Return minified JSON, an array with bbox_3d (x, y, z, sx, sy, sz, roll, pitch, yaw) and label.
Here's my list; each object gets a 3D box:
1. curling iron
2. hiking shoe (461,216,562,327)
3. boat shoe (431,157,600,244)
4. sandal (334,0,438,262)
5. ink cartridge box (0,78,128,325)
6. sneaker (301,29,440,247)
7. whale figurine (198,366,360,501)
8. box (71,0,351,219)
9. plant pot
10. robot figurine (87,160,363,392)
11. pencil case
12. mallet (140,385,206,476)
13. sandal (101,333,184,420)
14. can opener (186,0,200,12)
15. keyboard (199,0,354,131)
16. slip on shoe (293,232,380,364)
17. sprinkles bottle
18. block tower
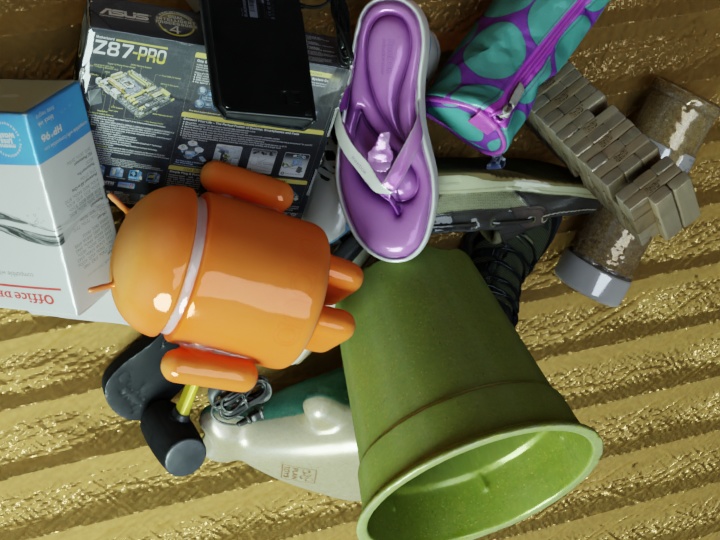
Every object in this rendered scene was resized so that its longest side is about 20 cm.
[{"bbox_3d":[-0.053,0.042,1.150,0.049,0.026,0.201,39,84,-23],"label":"curling iron"},{"bbox_3d":[0.120,0.017,1.241,0.075,0.101,0.201,33,97,-30],"label":"hiking shoe"},{"bbox_3d":[0.112,-0.056,1.183,0.199,0.072,0.067,1,109,-29],"label":"boat shoe"},{"bbox_3d":[0.014,-0.108,1.086,0.081,0.050,0.205,-2,93,17],"label":"sandal"},{"bbox_3d":[-0.249,-0.036,1.062,0.068,0.115,0.202,-46,133,-51],"label":"ink cartridge box"},{"bbox_3d":[-0.005,-0.115,1.152,0.072,0.072,0.202,21,97,-42],"label":"sneaker"},{"bbox_3d":[-0.040,0.131,1.239,0.197,0.105,0.160,5,148,-1],"label":"whale figurine"},{"bbox_3d":[-0.123,-0.114,1.084,0.198,0.049,0.162,6,132,-17],"label":"box"},{"bbox_3d":[0.063,0.090,1.118,0.198,0.191,0.201,-15,151,-9],"label":"plant pot"},{"bbox_3d":[-0.100,0.003,1.060,0.198,0.117,0.145,15,109,-19],"label":"robot figurine"},{"bbox_3d":[0.135,-0.185,1.141,0.085,0.092,0.201,45,75,-33],"label":"pencil case"},{"bbox_3d":[-0.123,0.075,1.150,0.041,0.066,0.201,10,119,-35],"label":"mallet"},{"bbox_3d":[-0.133,0.050,1.190,0.076,0.043,0.201,37,95,-30],"label":"sandal"},{"bbox_3d":[-0.096,-0.186,1.086,0.053,0.067,0.200,-25,120,26],"label":"can opener"},{"bbox_3d":[-0.059,-0.192,1.038,0.126,0.202,0.021,3,155,-24],"label":"keyboard"},{"bbox_3d":[0.000,0.000,1.206,0.060,0.076,0.201,32,90,-22],"label":"slip on shoe"},{"bbox_3d":[0.247,-0.070,1.274,0.068,0.068,0.202,20,103,-27],"label":"sprinkles bottle"},{"bbox_3d":[0.190,-0.105,1.158,0.054,0.200,0.058,-36,142,-3],"label":"block tower"}]
